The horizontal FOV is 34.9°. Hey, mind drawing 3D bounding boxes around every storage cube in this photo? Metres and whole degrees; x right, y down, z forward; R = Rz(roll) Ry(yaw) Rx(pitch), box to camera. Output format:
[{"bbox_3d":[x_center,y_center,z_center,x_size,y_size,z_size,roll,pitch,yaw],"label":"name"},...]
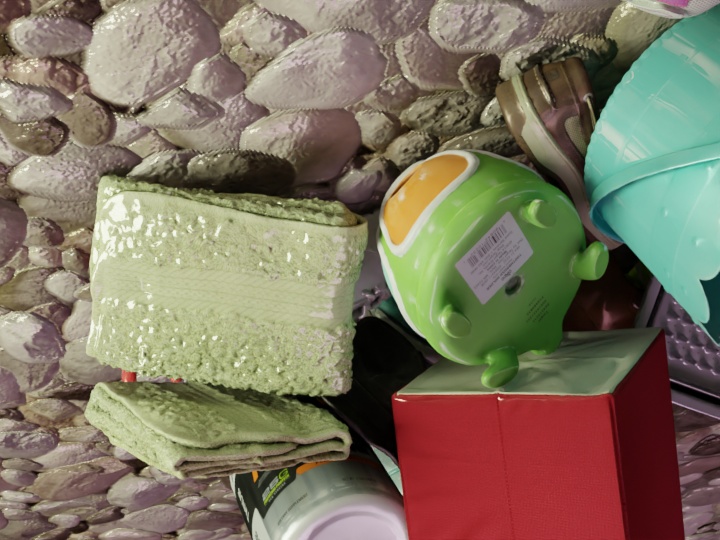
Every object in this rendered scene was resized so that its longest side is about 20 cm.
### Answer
[{"bbox_3d":[0.141,0.154,0.862,0.168,0.183,0.199,-3,-170,28],"label":"storage cube"}]

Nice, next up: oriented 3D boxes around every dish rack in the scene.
[{"bbox_3d":[0.309,0.018,0.937,0.169,0.203,0.044,19,-176,-13],"label":"dish rack"}]

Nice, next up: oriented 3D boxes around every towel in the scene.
[{"bbox_3d":[-0.108,0.111,0.842,0.146,0.037,0.199,0,-175,-31],"label":"towel"},{"bbox_3d":[-0.097,0.015,0.810,0.196,0.037,0.151,7,109,4],"label":"towel"}]

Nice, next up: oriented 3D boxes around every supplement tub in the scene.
[{"bbox_3d":[-0.037,0.182,0.927,0.120,0.200,0.125,-7,112,-17],"label":"supplement tub"}]

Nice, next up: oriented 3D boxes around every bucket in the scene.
[{"bbox_3d":[0.255,-0.066,0.756,0.205,0.135,0.209,-23,139,-22],"label":"bucket"}]

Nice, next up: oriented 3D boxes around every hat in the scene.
[{"bbox_3d":[0.021,0.094,0.938,0.081,0.201,0.201,-40,146,0],"label":"hat"}]

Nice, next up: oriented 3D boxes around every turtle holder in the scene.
[{"bbox_3d":[0.092,-0.011,0.813,0.184,0.132,0.143,8,114,-42],"label":"turtle holder"}]

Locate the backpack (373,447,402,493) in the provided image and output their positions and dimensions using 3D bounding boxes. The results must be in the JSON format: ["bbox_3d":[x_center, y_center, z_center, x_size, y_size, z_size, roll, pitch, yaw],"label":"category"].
[{"bbox_3d":[0.086,0.238,1.269,0.199,0.128,0.167,23,124,-43],"label":"backpack"}]

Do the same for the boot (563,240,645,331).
[{"bbox_3d":[0.236,0.011,0.983,0.187,0.069,0.200,-33,115,26],"label":"boot"}]

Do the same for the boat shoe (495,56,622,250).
[{"bbox_3d":[0.172,-0.081,0.826,0.074,0.076,0.202,-29,145,17],"label":"boat shoe"}]

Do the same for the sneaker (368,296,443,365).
[{"bbox_3d":[0.096,0.043,1.022,0.197,0.078,0.081,14,109,-26],"label":"sneaker"}]

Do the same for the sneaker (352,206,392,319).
[{"bbox_3d":[0.000,0.000,0.885,0.196,0.088,0.075,-4,147,-15],"label":"sneaker"}]

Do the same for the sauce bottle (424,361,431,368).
[{"bbox_3d":[0.014,0.121,1.112,0.198,0.066,0.065,-27,146,21],"label":"sauce bottle"}]

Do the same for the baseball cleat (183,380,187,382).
[{"bbox_3d":[-0.111,0.129,1.042,0.105,0.070,0.202,-22,132,-22],"label":"baseball cleat"}]

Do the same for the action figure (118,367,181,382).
[{"bbox_3d":[-0.167,0.056,0.917,0.064,0.100,0.201,-6,146,-11],"label":"action figure"}]

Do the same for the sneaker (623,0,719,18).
[{"bbox_3d":[0.164,-0.181,0.648,0.196,0.082,0.089,-7,148,-7],"label":"sneaker"}]

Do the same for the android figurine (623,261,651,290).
[{"bbox_3d":[0.301,0.026,1.077,0.179,0.042,0.201,3,148,-23],"label":"android figurine"}]
